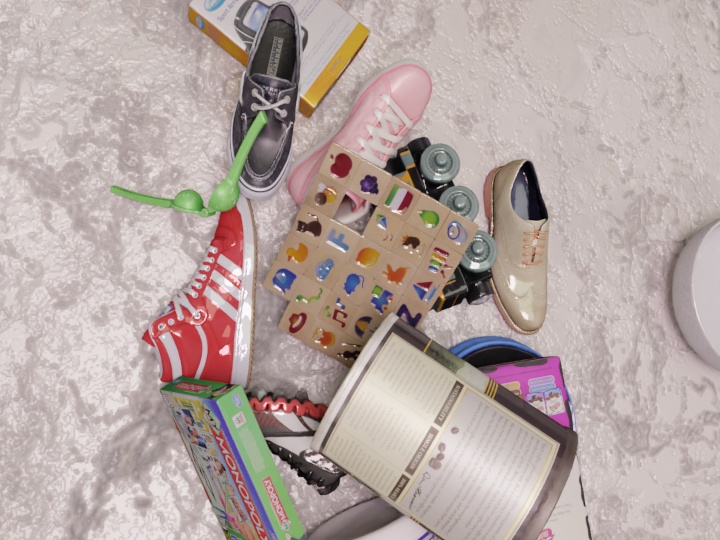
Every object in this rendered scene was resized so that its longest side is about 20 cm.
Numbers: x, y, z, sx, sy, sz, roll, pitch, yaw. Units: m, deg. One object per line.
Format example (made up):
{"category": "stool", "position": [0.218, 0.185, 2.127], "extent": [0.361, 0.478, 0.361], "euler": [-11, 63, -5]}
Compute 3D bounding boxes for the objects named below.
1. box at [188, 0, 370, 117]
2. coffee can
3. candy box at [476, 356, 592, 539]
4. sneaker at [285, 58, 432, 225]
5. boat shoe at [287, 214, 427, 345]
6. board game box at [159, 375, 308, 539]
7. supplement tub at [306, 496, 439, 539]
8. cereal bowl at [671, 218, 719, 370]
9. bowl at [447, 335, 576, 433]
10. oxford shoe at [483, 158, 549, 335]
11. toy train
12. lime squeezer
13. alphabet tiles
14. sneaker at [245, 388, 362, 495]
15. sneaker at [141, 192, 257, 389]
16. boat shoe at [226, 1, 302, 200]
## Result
{"category": "box", "position": [-0.099, -0.284, 0.833], "extent": [0.199, 0.041, 0.120], "euler": [38, 74, -4]}
{"category": "coffee can", "position": [0.073, 0.154, 0.665], "extent": [0.198, 0.147, 0.148], "euler": [32, 75, 8]}
{"category": "candy box", "position": [0.157, 0.202, 0.776], "extent": [0.133, 0.061, 0.206], "euler": [-6, 83, -15]}
{"category": "sneaker", "position": [0.009, -0.122, 0.765], "extent": [0.199, 0.105, 0.075], "euler": [-42, 127, 12]}
{"category": "boat shoe", "position": [-0.011, 0.028, 0.795], "extent": [0.059, 0.072, 0.200], "euler": [-44, 96, 12]}
{"category": "board game box", "position": [-0.112, 0.198, 0.684], "extent": [0.029, 0.133, 0.204], "euler": [-28, 103, -33]}
{"category": "supplement tub", "position": [0.036, 0.340, 0.720], "extent": [0.142, 0.145, 0.205], "euler": [-20, 87, -17]}
{"category": "cereal bowl", "position": [0.468, 0.034, 0.915], "extent": [0.195, 0.083, 0.206], "euler": [2, 81, -14]}
{"category": "bowl", "position": [0.155, 0.176, 0.832], "extent": [0.195, 0.039, 0.207], "euler": [2, 82, -15]}
{"category": "oxford shoe", "position": [0.186, -0.028, 0.852], "extent": [0.069, 0.074, 0.206], "euler": [-8, 84, -16]}
{"category": "toy train", "position": [0.074, -0.048, 0.815], "extent": [0.111, 0.085, 0.204], "euler": [-20, 76, -8]}
{"category": "lime squeezer", "position": [-0.166, -0.085, 0.739], "extent": [0.196, 0.038, 0.072], "euler": [-20, 113, 22]}
{"category": "alphabet tiles", "position": [0.000, 0.000, 0.743], "extent": [0.164, 0.008, 0.203], "euler": [28, 111, -5]}
{"category": "sneaker", "position": [-0.058, 0.176, 0.757], "extent": [0.195, 0.071, 0.101], "euler": [12, 77, -15]}
{"category": "sneaker", "position": [-0.165, 0.018, 0.753], "extent": [0.109, 0.071, 0.206], "euler": [3, 83, -18]}
{"category": "boat shoe", "position": [-0.093, -0.177, 0.759], "extent": [0.070, 0.068, 0.205], "euler": [12, 77, -10]}
